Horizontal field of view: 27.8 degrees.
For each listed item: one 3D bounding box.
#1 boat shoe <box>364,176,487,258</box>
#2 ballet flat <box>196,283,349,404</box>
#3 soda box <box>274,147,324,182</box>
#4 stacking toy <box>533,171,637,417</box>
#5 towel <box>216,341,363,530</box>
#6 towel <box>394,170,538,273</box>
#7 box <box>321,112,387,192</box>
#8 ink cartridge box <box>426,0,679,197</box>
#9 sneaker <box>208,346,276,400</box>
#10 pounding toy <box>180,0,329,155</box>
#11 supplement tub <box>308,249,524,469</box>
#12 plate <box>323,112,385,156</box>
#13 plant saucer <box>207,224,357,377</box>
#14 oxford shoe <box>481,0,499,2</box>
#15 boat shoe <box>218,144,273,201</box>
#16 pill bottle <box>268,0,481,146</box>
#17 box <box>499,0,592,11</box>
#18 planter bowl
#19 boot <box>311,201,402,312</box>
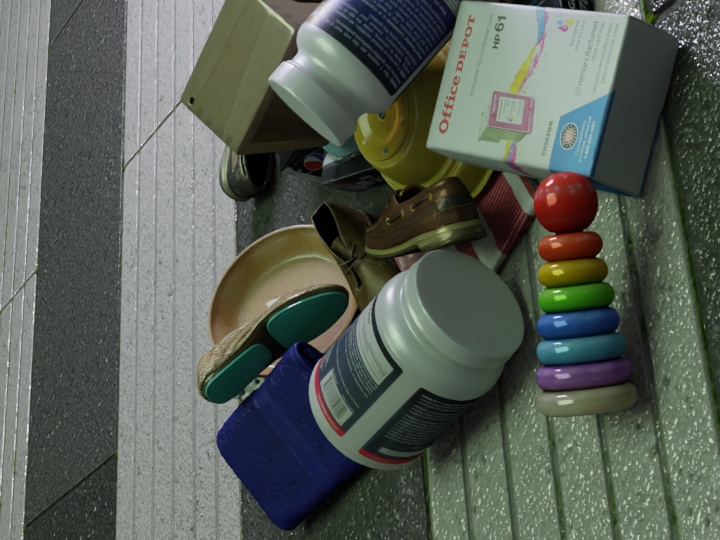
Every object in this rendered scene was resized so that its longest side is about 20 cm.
[{"bbox_3d":[0.059,-0.053,1.446,0.200,0.072,0.068,-11,92,65],"label":"boat shoe"},{"bbox_3d":[-0.104,0.067,1.615,0.200,0.071,0.065,-35,38,0],"label":"ballet flat"},{"bbox_3d":[-0.076,-0.205,1.812,0.063,0.070,0.201,-53,37,37],"label":"soda box"},{"bbox_3d":[0.177,0.018,1.215,0.085,0.085,0.201,-8,89,59],"label":"stacking toy"},{"bbox_3d":[-0.067,0.184,1.613,0.148,0.049,0.200,52,128,11],"label":"towel"},{"bbox_3d":[0.106,-0.039,1.480,0.200,0.023,0.144,-59,35,29],"label":"towel"},{"bbox_3d":[0.023,-0.201,1.660,0.157,0.050,0.201,-10,70,58],"label":"box"},{"bbox_3d":[0.167,-0.157,1.309,0.200,0.084,0.145,16,92,46],"label":"ink cartridge box"},{"bbox_3d":[-0.112,0.133,1.709,0.200,0.080,0.077,31,125,56],"label":"sneaker"},{"bbox_3d":[-0.089,-0.226,1.596,0.142,0.200,0.185,44,121,24],"label":"pounding toy"},{"bbox_3d":[0.052,0.087,1.402,0.200,0.140,0.141,-49,40,39],"label":"supplement tub"},{"bbox_3d":[-0.013,-0.230,1.658,0.200,0.025,0.201,-31,54,53],"label":"plate"},{"bbox_3d":[-0.082,0.041,1.685,0.199,0.035,0.201,-14,55,20],"label":"plant saucer"},{"bbox_3d":[0.089,-0.315,1.479,0.200,0.070,0.075,44,121,60],"label":"oxford shoe"},{"bbox_3d":[-0.137,-0.192,1.928,0.073,0.074,0.201,-2,85,50],"label":"boat shoe"},{"bbox_3d":[0.012,-0.222,1.379,0.200,0.116,0.116,-49,31,-5],"label":"pill bottle"},{"bbox_3d":[0.147,-0.281,1.481,0.200,0.050,0.199,-38,48,47],"label":"box"},{"bbox_3d":[0.049,-0.157,1.471,0.200,0.083,0.202,6,97,51],"label":"planter bowl"},{"bbox_3d":[0.000,0.000,1.586,0.074,0.075,0.200,-46,46,18],"label":"boot"}]
